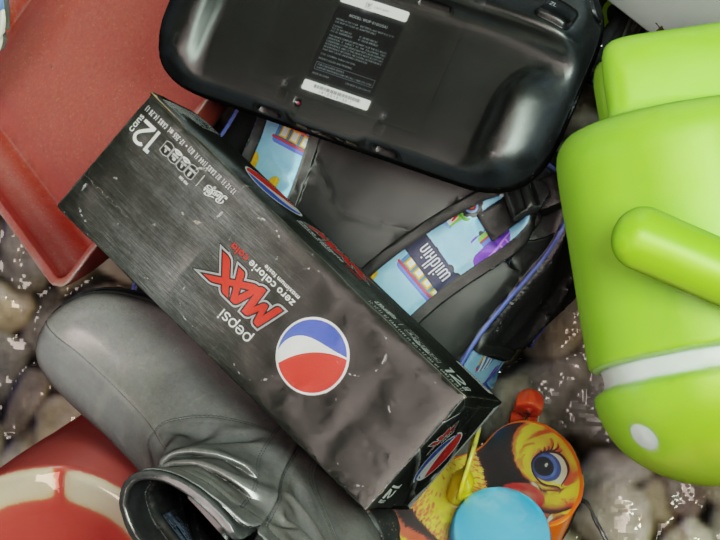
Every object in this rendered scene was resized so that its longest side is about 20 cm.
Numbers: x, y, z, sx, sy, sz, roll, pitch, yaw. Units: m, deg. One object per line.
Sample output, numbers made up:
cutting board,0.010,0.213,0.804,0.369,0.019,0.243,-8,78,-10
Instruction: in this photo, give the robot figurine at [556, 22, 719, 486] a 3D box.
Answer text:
robot figurine,0.147,-0.001,1.189,0.115,0.175,0.201,-8,83,-3

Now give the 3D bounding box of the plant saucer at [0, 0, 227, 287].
plant saucer,-0.119,-0.116,1.383,0.200,0.037,0.200,-52,46,11

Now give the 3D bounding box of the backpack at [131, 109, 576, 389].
backpack,0.000,0.000,1.328,0.182,0.135,0.200,38,99,18

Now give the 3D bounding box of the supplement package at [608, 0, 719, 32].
supplement package,0.144,-0.192,1.242,0.200,0.121,0.120,38,64,-2

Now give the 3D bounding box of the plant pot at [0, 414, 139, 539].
plant pot,-0.115,0.158,1.347,0.200,0.177,0.201,0,91,18

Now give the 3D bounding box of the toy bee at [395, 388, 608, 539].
toy bee,0.061,0.114,1.341,0.131,0.200,0.109,-47,43,46

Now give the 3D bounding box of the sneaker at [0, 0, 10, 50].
sneaker,-0.260,-0.110,1.415,0.200,0.089,0.079,-29,55,24

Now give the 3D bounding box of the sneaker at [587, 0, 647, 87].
sneaker,0.103,-0.185,1.325,0.071,0.083,0.200,-11,86,24

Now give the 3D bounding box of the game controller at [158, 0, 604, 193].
game controller,0.006,-0.105,1.248,0.200,0.042,0.105,20,88,23

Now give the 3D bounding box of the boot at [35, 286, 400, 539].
boot,-0.076,0.081,1.221,0.200,0.132,0.070,34,106,11

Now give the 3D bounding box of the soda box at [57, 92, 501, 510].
soda box,-0.036,0.015,1.236,0.200,0.063,0.071,44,99,17
